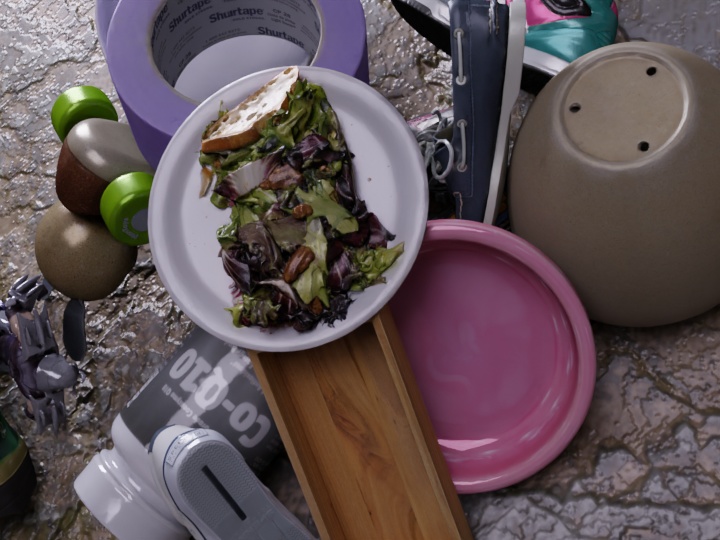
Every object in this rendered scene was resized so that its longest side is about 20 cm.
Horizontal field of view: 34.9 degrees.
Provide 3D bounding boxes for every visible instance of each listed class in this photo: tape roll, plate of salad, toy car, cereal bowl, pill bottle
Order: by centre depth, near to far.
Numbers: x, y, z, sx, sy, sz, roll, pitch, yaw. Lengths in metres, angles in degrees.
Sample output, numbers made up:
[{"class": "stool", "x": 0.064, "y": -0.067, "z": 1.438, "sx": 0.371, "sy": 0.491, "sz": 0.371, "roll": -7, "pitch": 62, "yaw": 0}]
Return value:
[{"class": "plate of salad", "x": -0.053, "y": -0.047, "z": 0.768, "sx": 0.197, "sy": 0.048, "sz": 0.203, "roll": -3, "pitch": 75, "yaw": 10}, {"class": "pill bottle", "x": -0.117, "y": 0.118, "z": 0.878, "sx": 0.114, "sy": 0.114, "sz": 0.200, "roll": 38, "pitch": 83, "yaw": 30}, {"class": "tape roll", "x": -0.092, "y": -0.158, "z": 0.894, "sx": 0.197, "sy": 0.085, "sz": 0.202, "roll": -2, "pitch": 62, "yaw": 3}, {"class": "toy car", "x": -0.216, "y": -0.025, "z": 0.991, "sx": 0.201, "sy": 0.157, "sz": 0.165, "roll": -56, "pitch": 46, "yaw": 21}, {"class": "cereal bowl", "x": -0.132, "y": -0.220, "z": 1.015, "sx": 0.197, "sy": 0.083, "sz": 0.203, "roll": 0, "pitch": 86, "yaw": -3}]

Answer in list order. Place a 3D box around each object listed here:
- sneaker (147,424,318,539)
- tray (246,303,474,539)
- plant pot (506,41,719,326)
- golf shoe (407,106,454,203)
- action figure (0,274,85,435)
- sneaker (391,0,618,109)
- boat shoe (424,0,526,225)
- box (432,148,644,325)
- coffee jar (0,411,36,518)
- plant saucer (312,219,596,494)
[{"class": "sneaker", "x": -0.081, "y": 0.184, "z": 0.811, "sx": 0.073, "sy": 0.201, "sz": 0.071, "roll": -35, "pitch": 26, "yaw": -19}, {"class": "tray", "x": 0.003, "y": 0.126, "z": 0.802, "sx": 0.098, "sy": 0.037, "sz": 0.202, "roll": -16, "pitch": 103, "yaw": 16}, {"class": "plant pot", "x": 0.189, "y": -0.078, "z": 0.795, "sx": 0.198, "sy": 0.135, "sz": 0.203, "roll": -8, "pitch": 65, "yaw": 17}, {"class": "golf shoe", "x": 0.034, "y": -0.085, "z": 0.947, "sx": 0.198, "sy": 0.078, "sz": 0.088, "roll": -13, "pitch": 23, "yaw": 30}, {"class": "action figure", "x": -0.294, "y": 0.062, "z": 0.973, "sx": 0.199, "sy": 0.069, "sz": 0.132, "roll": 19, "pitch": 111, "yaw": 39}, {"class": "sneaker", "x": 0.132, "y": -0.229, "z": 0.957, "sx": 0.199, "sy": 0.084, "sz": 0.122, "roll": 30, "pitch": 84, "yaw": 21}, {"class": "boat shoe", "x": 0.078, "y": -0.095, "z": 0.823, "sx": 0.061, "sy": 0.202, "sz": 0.075, "roll": 7, "pitch": 31, "yaw": 5}, {"class": "box", "x": 0.146, "y": -0.020, "z": 0.885, "sx": 0.199, "sy": 0.040, "sz": 0.138, "roll": -34, "pitch": 61, "yaw": 3}, {"class": "coffee jar", "x": -0.343, "y": 0.116, "z": 0.925, "sx": 0.103, "sy": 0.202, "sz": 0.086, "roll": -15, "pitch": 21, "yaw": 11}, {"class": "plant saucer", "x": 0.066, "y": 0.058, "z": 0.812, "sx": 0.198, "sy": 0.051, "sz": 0.203, "roll": 3, "pitch": 109, "yaw": 10}]
